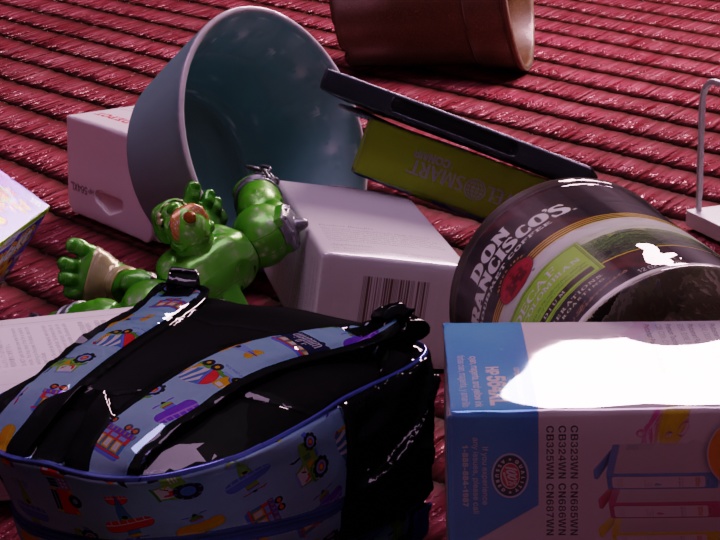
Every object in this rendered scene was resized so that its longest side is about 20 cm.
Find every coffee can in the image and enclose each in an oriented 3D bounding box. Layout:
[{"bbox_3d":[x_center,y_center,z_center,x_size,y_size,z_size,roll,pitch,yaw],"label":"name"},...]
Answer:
[{"bbox_3d":[0.142,0.043,1.168,0.145,0.148,0.200,-5,16,-11],"label":"coffee can"}]

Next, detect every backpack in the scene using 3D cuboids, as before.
[{"bbox_3d":[-0.078,0.093,1.032,0.181,0.136,0.200,9,22,33],"label":"backpack"}]

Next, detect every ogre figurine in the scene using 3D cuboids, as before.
[{"bbox_3d":[-0.113,-0.003,1.408,0.199,0.099,0.120,-15,13,-30],"label":"ogre figurine"}]

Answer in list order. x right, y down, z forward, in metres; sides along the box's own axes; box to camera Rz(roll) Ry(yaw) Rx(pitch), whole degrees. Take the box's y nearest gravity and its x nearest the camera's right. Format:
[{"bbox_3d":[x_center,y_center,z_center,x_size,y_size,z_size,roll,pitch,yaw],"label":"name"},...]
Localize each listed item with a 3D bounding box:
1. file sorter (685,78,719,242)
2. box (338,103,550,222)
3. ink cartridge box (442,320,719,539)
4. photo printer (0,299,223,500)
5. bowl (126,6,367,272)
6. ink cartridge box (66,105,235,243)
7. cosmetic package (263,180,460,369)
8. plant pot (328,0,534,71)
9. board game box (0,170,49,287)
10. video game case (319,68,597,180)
[{"bbox_3d":[0.369,-0.087,1.649,0.198,0.126,0.139,-8,17,-19],"label":"file sorter"},{"bbox_3d":[0.079,-0.064,1.574,0.199,0.048,0.122,20,3,8],"label":"box"},{"bbox_3d":[0.138,0.101,1.001,0.198,0.130,0.125,-1,16,2],"label":"ink cartridge box"},{"bbox_3d":[-0.156,0.072,1.231,0.198,0.070,0.166,-6,16,-14],"label":"photo printer"},{"bbox_3d":[-0.098,-0.085,1.610,0.105,0.202,0.200,-15,4,39],"label":"bowl"},{"bbox_3d":[-0.121,-0.091,1.769,0.199,0.085,0.146,-12,19,-36],"label":"ink cartridge box"},{"bbox_3d":[0.000,0.000,1.448,0.101,0.075,0.200,7,13,-11],"label":"cosmetic package"},{"bbox_3d":[0.076,-0.306,2.338,0.197,0.202,0.200,-5,15,14],"label":"plant pot"},{"bbox_3d":[-0.267,0.026,1.283,0.045,0.135,0.200,35,20,1],"label":"board game box"},{"bbox_3d":[0.075,-0.099,1.564,0.199,0.019,0.143,20,3,7],"label":"video game case"}]
